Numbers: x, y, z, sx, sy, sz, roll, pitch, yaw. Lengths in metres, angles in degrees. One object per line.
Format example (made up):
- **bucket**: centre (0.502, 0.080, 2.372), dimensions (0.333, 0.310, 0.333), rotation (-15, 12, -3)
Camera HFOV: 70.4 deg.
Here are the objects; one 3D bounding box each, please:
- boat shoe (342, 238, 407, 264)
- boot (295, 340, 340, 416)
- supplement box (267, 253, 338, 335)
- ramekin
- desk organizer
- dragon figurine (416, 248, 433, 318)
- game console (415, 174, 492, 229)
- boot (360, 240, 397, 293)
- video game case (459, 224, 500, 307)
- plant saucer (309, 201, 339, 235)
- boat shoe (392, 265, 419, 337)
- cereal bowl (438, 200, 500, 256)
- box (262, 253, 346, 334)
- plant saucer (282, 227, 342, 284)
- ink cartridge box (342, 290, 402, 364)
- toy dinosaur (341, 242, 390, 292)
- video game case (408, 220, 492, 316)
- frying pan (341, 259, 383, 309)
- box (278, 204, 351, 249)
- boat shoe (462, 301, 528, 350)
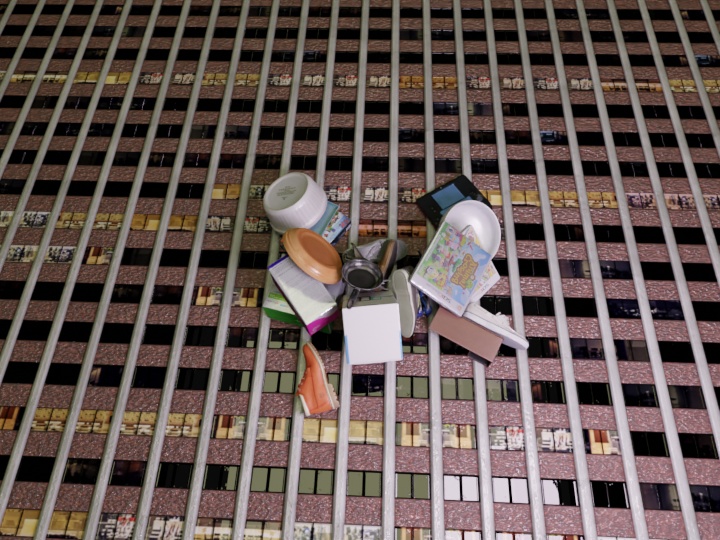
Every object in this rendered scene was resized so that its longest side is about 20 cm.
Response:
- **boat shoe**: centre (0.042, -0.054, 1.555), dimensions (0.200, 0.065, 0.075), rotation (-12, 95, -2)
- **boot**: centre (-0.138, 0.294, 1.392), dimensions (0.106, 0.075, 0.201), rotation (-21, 67, -3)
- **supplement box**: centre (-0.154, 0.059, 1.383), dimensions (0.103, 0.101, 0.200), rotation (-34, 69, -13)
- **ramekin**: centre (-0.211, -0.215, 1.586), dimensions (0.201, 0.094, 0.204), rotation (-13, 52, 17)
- **desk organizer**: centre (0.291, 0.185, 1.432), dimensions (0.199, 0.072, 0.077), rotation (27, 70, 14)
- **dragon figurine**: centre (0.181, 0.041, 1.467), dimensions (0.058, 0.202, 0.099), rotation (-6, 32, -27)
- **game console**: centre (0.303, -0.209, 1.642), dimensions (0.199, 0.031, 0.178), rotation (-28, 67, -12)
- **boot**: centre (0.052, 0.000, 1.500), dimensions (0.075, 0.074, 0.202), rotation (21, 93, 21)
- **video game case**: centre (0.301, 0.002, 1.475), dimensions (0.182, 0.023, 0.201), rotation (-41, 112, -16)
- **plant saucer**: centre (-0.141, -0.132, 1.581), dimensions (0.069, 0.019, 0.201), rotation (24, 66, 13)
- **boat shoe**: centre (0.136, 0.088, 1.438), dimensions (0.071, 0.203, 0.060), rotation (11, 24, 41)
- **cereal bowl**: centre (0.319, -0.109, 1.544), dimensions (0.198, 0.083, 0.202), rotation (-1, 92, -17)
- **box**: centre (-0.158, 0.066, 1.486), dimensions (0.198, 0.097, 0.178), rotation (13, 65, 8)
- **plant saucer**: centre (-0.122, -0.048, 1.396), dimensions (0.037, 0.200, 0.201), rotation (-46, 67, 22)
- **ink cartridge box**: centre (0.028, 0.147, 1.363), dimensions (0.144, 0.200, 0.148), rotation (-5, 97, -1)
- **toy dinosaur**: centre (0.000, 0.000, 1.462), dimensions (0.102, 0.077, 0.201), rotation (17, 27, -28)
- **video game case**: centre (0.252, -0.005, 1.413), dimensions (0.181, 0.022, 0.201), rotation (34, 77, -12)
- **frying pan**: centre (0.009, 0.040, 1.329), dimensions (0.114, 0.031, 0.191), rotation (4, 44, -12)
- **box**: centre (-0.141, -0.117, 1.605), dimensions (0.136, 0.038, 0.200), rotation (35, 70, 16)
- **boat shoe**: centre (0.390, 0.152, 1.447), dimensions (0.199, 0.071, 0.070), rotation (28, 72, 19)
